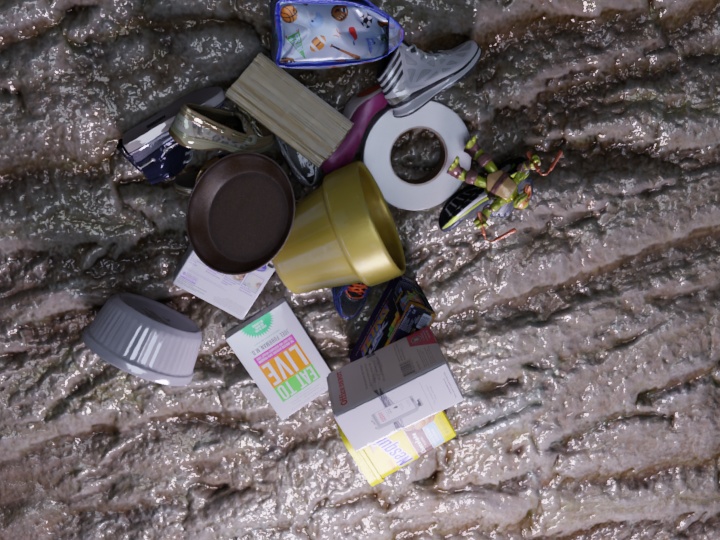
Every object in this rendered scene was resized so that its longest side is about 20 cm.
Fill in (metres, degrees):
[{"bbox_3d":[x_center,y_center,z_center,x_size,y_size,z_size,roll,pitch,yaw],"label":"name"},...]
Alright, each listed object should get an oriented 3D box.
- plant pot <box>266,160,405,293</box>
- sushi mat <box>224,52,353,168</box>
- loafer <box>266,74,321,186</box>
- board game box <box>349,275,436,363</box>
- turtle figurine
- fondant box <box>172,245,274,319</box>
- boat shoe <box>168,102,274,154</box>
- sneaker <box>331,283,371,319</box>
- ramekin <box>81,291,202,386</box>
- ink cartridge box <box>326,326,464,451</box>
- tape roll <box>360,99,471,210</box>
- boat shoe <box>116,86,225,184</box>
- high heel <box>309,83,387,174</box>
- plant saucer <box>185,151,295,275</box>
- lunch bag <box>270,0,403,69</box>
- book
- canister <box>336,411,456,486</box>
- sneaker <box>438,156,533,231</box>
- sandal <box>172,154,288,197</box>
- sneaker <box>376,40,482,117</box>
[{"bbox_3d":[-0.047,-0.055,1.315,0.188,0.201,0.201,-22,113,13],"label":"plant pot"},{"bbox_3d":[-0.116,-0.264,1.299,0.200,0.012,0.096,37,82,-1],"label":"sushi mat"},{"bbox_3d":[-0.113,-0.239,1.346,0.070,0.070,0.201,-23,112,0],"label":"loafer"},{"bbox_3d":[0.054,0.123,1.456,0.057,0.165,0.201,24,104,-17],"label":"board game box"},{"bbox_3d":[0.243,-0.162,1.376,0.161,0.064,0.200,39,96,6],"label":"turtle figurine"},{"bbox_3d":[-0.223,-0.033,1.409,0.144,0.058,0.200,30,103,-20],"label":"fondant box"},{"bbox_3d":[-0.214,-0.233,1.285,0.200,0.073,0.063,-9,139,-49],"label":"boat shoe"},{"bbox_3d":[0.000,0.000,1.449,0.075,0.078,0.201,14,107,-14],"label":"sneaker"},{"bbox_3d":[-0.368,0.113,1.369,0.202,0.202,0.095,26,92,-18],"label":"ramekin"},{"bbox_3d":[0.053,0.193,1.314,0.199,0.147,0.083,-26,112,3],"label":"ink cartridge box"},{"bbox_3d":[0.100,-0.208,1.414,0.202,0.037,0.204,-3,110,-8],"label":"tape roll"},{"bbox_3d":[-0.301,-0.226,1.327,0.199,0.075,0.093,-28,126,2],"label":"boat shoe"},{"bbox_3d":[0.003,-0.245,1.361,0.200,0.067,0.096,-37,116,-9],"label":"high heel"},{"bbox_3d":[-0.189,-0.090,1.273,0.199,0.037,0.201,-4,80,20],"label":"plant saucer"},{"bbox_3d":[-0.041,-0.385,1.255,0.199,0.170,0.124,-1,111,-8],"label":"lunch bag"},{"bbox_3d":[-0.149,0.168,1.506,0.133,0.048,0.200,-32,110,-2],"label":"book"},{"bbox_3d":[0.074,0.319,1.575,0.199,0.087,0.149,-30,112,0],"label":"canister"},{"bbox_3d":[0.236,-0.122,1.452,0.200,0.074,0.081,-32,115,4],"label":"sneaker"},{"bbox_3d":[-0.222,-0.172,1.347,0.199,0.080,0.054,-12,122,-12],"label":"sandal"},{"bbox_3d":[0.111,-0.356,1.319,0.200,0.076,0.116,-39,115,-16],"label":"sneaker"}]
